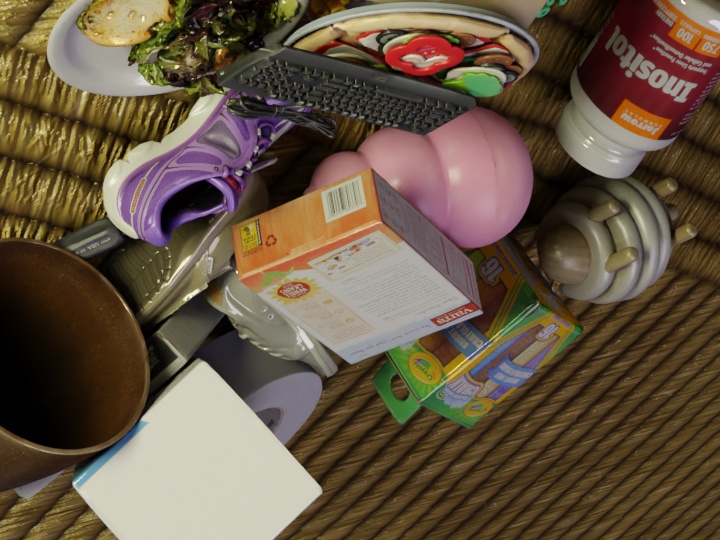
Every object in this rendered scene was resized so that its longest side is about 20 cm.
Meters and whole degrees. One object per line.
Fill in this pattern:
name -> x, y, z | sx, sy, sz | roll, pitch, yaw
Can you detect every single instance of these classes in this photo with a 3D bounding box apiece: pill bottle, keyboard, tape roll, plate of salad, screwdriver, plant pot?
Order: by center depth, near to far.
plate of salad -> -0.127, -0.170, 1.468 | 0.199, 0.048, 0.200 | -17, 159, -7
keyboard -> -0.022, -0.126, 1.528 | 0.199, 0.021, 0.127 | 11, 161, -37
plant pot -> -0.300, 0.104, 1.635 | 0.186, 0.188, 0.200 | -2, 153, -42
screwdriver -> -0.159, -0.054, 1.639 | 0.199, 0.029, 0.028 | -28, 177, 6
pill bottle -> 0.257, -0.181, 1.798 | 0.112, 0.113, 0.200 | -6, 140, -40
tape roll -> -0.132, 0.139, 1.903 | 0.200, 0.066, 0.201 | -36, 160, -15

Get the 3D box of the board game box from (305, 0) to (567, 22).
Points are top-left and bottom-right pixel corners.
board game box -> 0.066, -0.221, 1.640 | 0.199, 0.026, 0.200 | -34, 150, 2

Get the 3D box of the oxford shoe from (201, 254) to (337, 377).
oxford shoe -> -0.081, 0.042, 1.804 | 0.058, 0.075, 0.200 | -38, 142, 5

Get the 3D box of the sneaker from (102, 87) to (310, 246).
sneaker -> -0.105, -0.085, 1.593 | 0.200, 0.083, 0.081 | -41, 145, -16

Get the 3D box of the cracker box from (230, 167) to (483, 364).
cracker box -> 0.000, 0.000, 1.694 | 0.133, 0.058, 0.200 | -22, 148, 19

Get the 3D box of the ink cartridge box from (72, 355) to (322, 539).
ink cartridge box -> -0.140, 0.172, 1.697 | 0.147, 0.146, 0.200 | -43, -176, -7

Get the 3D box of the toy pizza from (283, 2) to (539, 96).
toy pizza -> 0.036, -0.152, 1.537 | 0.199, 0.032, 0.200 | -2, 165, 0

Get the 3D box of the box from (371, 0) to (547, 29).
box -> 0.045, -0.242, 1.488 | 0.199, 0.095, 0.078 | 12, 127, -38

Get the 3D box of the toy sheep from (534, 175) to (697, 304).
toy sheep -> 0.249, -0.033, 1.996 | 0.199, 0.138, 0.138 | -14, 146, -39

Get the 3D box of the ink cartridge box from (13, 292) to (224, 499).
ink cartridge box -> -0.207, 0.097, 1.782 | 0.197, 0.047, 0.200 | -42, -174, 17

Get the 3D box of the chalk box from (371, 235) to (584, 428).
chalk box -> 0.092, 0.064, 1.991 | 0.200, 0.125, 0.124 | -41, 150, 11

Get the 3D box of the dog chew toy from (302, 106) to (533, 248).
dog chew toy -> 0.046, -0.073, 1.754 | 0.199, 0.125, 0.125 | -11, 145, -20

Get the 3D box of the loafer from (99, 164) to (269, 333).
loafer -> -0.145, -0.012, 1.693 | 0.200, 0.076, 0.068 | -45, 143, 18
